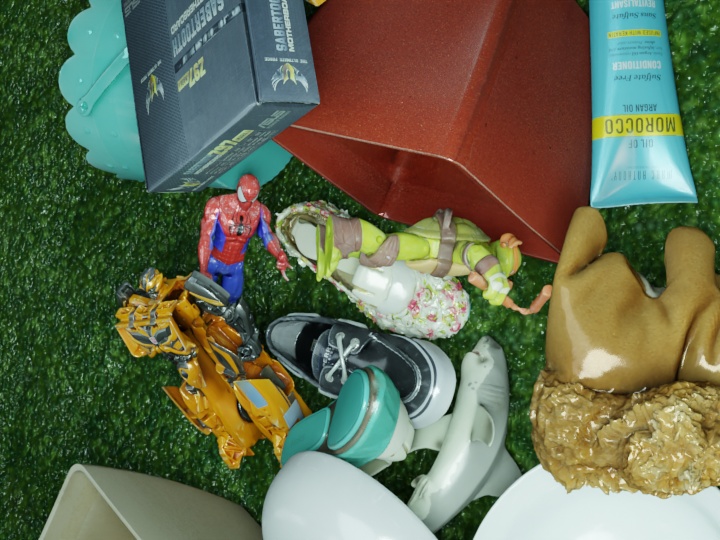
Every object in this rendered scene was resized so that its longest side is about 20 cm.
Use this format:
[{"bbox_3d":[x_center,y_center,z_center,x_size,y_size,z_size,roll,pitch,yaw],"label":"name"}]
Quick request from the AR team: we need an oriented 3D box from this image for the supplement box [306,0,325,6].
[{"bbox_3d":[-0.032,-0.285,0.993,0.126,0.074,0.200,-39,27,-2],"label":"supplement box"}]

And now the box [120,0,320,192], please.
[{"bbox_3d":[-0.106,-0.157,0.913,0.200,0.051,0.159,-25,72,57],"label":"box"}]

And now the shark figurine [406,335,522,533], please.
[{"bbox_3d":[0.075,0.168,0.978,0.215,0.089,0.128,-58,21,6],"label":"shark figurine"}]

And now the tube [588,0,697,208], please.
[{"bbox_3d":[0.198,-0.145,0.941,0.077,0.050,0.201,-4,80,3],"label":"tube"}]

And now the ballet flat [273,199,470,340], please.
[{"bbox_3d":[0.000,0.000,1.064,0.200,0.064,0.076,29,100,36],"label":"ballet flat"}]

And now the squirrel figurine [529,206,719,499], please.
[{"bbox_3d":[0.213,0.071,0.832,0.186,0.142,0.201,11,54,20],"label":"squirrel figurine"}]

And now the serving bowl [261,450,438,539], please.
[{"bbox_3d":[-0.006,0.233,0.958,0.200,0.066,0.201,33,146,26],"label":"serving bowl"}]

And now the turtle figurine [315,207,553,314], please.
[{"bbox_3d":[0.053,-0.013,0.925,0.200,0.160,0.065,-138,53,-76],"label":"turtle figurine"}]

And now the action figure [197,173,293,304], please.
[{"bbox_3d":[-0.113,0.015,1.097,0.099,0.065,0.201,-112,33,-49],"label":"action figure"}]

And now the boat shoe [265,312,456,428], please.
[{"bbox_3d":[-0.007,0.072,1.026,0.200,0.068,0.072,21,93,52],"label":"boat shoe"}]

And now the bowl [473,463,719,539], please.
[{"bbox_3d":[0.174,0.225,0.861,0.200,0.090,0.202,-15,55,22],"label":"bowl"}]

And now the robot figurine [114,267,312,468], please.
[{"bbox_3d":[-0.123,0.081,1.071,0.144,0.200,0.058,-9,37,43],"label":"robot figurine"}]

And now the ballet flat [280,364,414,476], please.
[{"bbox_3d":[0.001,0.122,0.976,0.200,0.070,0.068,135,150,-60],"label":"ballet flat"}]

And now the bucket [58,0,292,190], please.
[{"bbox_3d":[-0.142,-0.168,1.118,0.134,0.207,0.208,12,91,32],"label":"bucket"}]

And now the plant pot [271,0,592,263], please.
[{"bbox_3d":[0.070,-0.137,0.960,0.199,0.200,0.177,17,80,38],"label":"plant pot"}]

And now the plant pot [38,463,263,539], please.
[{"bbox_3d":[-0.152,0.292,1.060,0.200,0.177,0.201,40,111,35],"label":"plant pot"}]
